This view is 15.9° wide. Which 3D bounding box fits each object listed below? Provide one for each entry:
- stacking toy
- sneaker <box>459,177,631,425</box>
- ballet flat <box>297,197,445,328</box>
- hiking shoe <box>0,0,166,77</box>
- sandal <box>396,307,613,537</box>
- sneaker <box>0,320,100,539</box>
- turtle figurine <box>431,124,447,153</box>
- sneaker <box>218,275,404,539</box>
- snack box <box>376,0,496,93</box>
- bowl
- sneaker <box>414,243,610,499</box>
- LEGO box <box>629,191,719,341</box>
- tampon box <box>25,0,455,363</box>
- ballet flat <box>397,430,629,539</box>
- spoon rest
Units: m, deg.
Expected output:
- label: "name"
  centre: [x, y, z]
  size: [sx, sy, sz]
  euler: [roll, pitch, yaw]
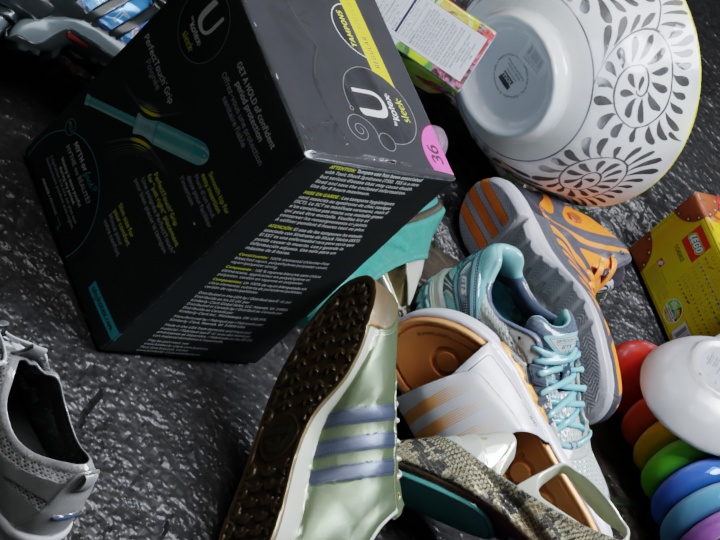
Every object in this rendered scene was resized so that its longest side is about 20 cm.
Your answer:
- label: "stacking toy"
  centre: [0.221, 0.133, 1.766]
  size: [0.085, 0.085, 0.200]
  euler: [12, 42, -42]
- label: "sneaker"
  centre: [0.154, 0.019, 1.796]
  size: [0.112, 0.078, 0.200]
  euler: [7, 51, -44]
- label: "ballet flat"
  centre: [0.000, 0.000, 1.661]
  size: [0.200, 0.067, 0.071]
  euler: [-22, 100, -61]
- label: "hiking shoe"
  centre: [-0.148, -0.159, 1.584]
  size: [0.200, 0.074, 0.087]
  euler: [14, 85, -26]
- label: "sandal"
  centre: [0.084, 0.114, 1.619]
  size: [0.207, 0.079, 0.059]
  euler: [53, 31, 3]
- label: "sneaker"
  centre: [-0.194, 0.050, 1.365]
  size: [0.075, 0.082, 0.200]
  euler: [-14, 67, -53]
- label: "turtle figurine"
  centre: [-0.033, -0.108, 1.703]
  size: [0.200, 0.101, 0.150]
  euler: [11, 48, -50]
- label: "sneaker"
  centre: [-0.010, 0.109, 1.494]
  size: [0.090, 0.067, 0.201]
  euler: [39, 59, -30]
- label: "snack box"
  centre: [0.006, -0.177, 1.741]
  size: [0.142, 0.053, 0.200]
  euler: [34, -2, -7]
- label: "bowl"
  centre: [0.130, -0.138, 1.806]
  size: [0.094, 0.201, 0.201]
  euler: [-13, 66, -48]
- label: "sneaker"
  centre: [0.110, 0.072, 1.684]
  size: [0.078, 0.086, 0.200]
  euler: [-8, 62, -51]
- label: "LEGO box"
  centre: [0.308, 0.052, 1.936]
  size: [0.149, 0.077, 0.200]
  euler: [10, 49, -43]
- label: "tampon box"
  centre: [-0.072, -0.062, 1.511]
  size: [0.126, 0.200, 0.150]
  euler: [6, 52, -45]
- label: "ballet flat"
  centre: [0.096, 0.142, 1.559]
  size: [0.200, 0.068, 0.075]
  euler: [31, 71, 19]
- label: "spoon rest"
  centre: [0.260, 0.059, 1.790]
  size: [0.099, 0.061, 0.200]
  euler: [34, 46, 8]
